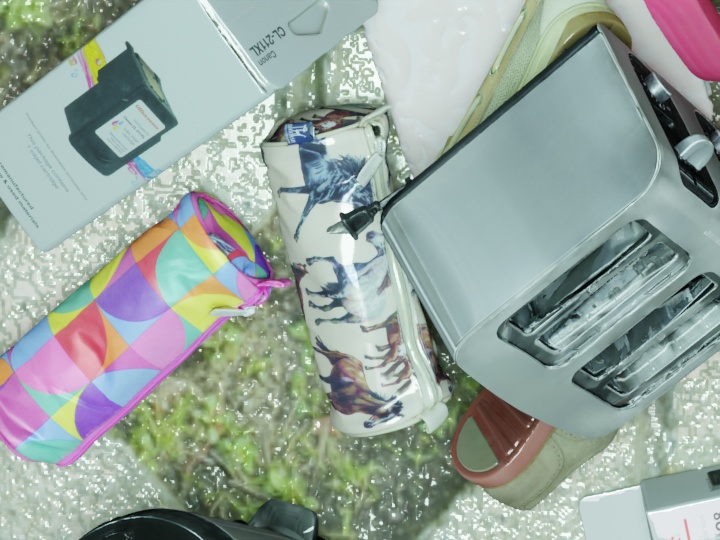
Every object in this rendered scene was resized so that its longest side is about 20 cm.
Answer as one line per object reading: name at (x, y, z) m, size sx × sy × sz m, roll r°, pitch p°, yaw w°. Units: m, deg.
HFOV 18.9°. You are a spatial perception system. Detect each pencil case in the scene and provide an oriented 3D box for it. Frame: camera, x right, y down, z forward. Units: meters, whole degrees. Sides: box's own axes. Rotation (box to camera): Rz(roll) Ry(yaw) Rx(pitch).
pencil case at (0.000, 0.000, 1.304) m, size 0.077 × 0.089 × 0.202 m, roll -20°, pitch 101°, yaw -33°
pencil case at (-0.142, 0.038, 1.323) m, size 0.200 × 0.088 × 0.089 m, roll -39°, pitch 96°, yaw 12°

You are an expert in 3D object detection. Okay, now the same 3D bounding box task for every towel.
towel at (0.093, -0.153, 1.255) m, size 0.189 × 0.032 × 0.201 m, roll -12°, pitch 121°, yaw 14°

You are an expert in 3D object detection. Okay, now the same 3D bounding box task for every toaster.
toaster at (0.122, -0.014, 1.207) m, size 0.200 × 0.180 × 0.119 m, roll -39°, pitch 51°, yaw 16°

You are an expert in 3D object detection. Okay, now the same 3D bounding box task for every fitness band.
fitness band at (0.189, -0.191, 1.210) m, size 0.037 × 0.200 × 0.145 m, roll -3°, pitch 67°, yaw 28°

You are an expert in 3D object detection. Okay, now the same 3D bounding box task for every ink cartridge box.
ink cartridge box at (0.242, 0.181, 1.331) m, size 0.198 × 0.067 × 0.117 m, roll -13°, pitch 100°, yaw 6°
ink cartridge box at (-0.106, -0.113, 1.224) m, size 0.199 × 0.146 × 0.083 m, roll -31°, pitch 98°, yaw 36°

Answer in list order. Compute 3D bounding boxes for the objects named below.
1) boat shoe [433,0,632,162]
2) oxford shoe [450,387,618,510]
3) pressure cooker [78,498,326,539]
boat shoe at (0.088, -0.085, 1.254) m, size 0.073 × 0.063 × 0.201 m, roll -2°, pitch 137°, yaw -30°
oxford shoe at (0.142, 0.062, 1.328) m, size 0.200 × 0.070 × 0.075 m, roll -45°, pitch 133°, yaw 2°
pressure cooker at (-0.084, 0.236, 1.304) m, size 0.175 × 0.200 × 0.179 m, roll -37°, pitch 63°, yaw 15°
